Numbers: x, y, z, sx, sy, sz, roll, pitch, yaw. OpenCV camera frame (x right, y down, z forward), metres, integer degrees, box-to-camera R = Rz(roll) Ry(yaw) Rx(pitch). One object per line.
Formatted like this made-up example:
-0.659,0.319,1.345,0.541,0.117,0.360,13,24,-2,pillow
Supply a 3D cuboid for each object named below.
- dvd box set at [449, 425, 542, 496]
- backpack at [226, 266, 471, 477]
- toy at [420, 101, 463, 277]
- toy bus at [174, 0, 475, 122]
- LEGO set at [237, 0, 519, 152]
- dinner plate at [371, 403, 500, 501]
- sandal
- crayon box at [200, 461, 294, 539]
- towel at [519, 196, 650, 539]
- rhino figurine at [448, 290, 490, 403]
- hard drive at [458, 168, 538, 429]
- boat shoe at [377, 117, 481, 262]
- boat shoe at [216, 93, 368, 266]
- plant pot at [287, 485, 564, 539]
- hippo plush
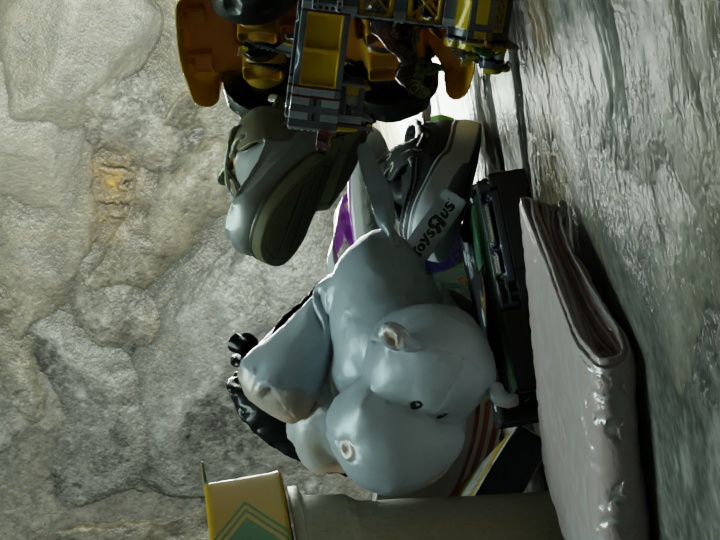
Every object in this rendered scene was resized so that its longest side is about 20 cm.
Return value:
0.064,0.199,1.669,0.146,0.029,0.200,-58,0,-22,dvd box set
0.015,0.067,1.839,0.167,0.200,0.127,24,-152,-52,backpack
0.060,-0.041,1.731,0.200,0.047,0.115,-85,-9,-47,toy
-0.025,-0.212,1.626,0.136,0.200,0.192,84,-178,-55,toy bus
0.016,-0.128,1.426,0.200,0.154,0.116,-134,50,-72,LEGO set
0.053,0.144,1.767,0.200,0.024,0.200,-45,-34,-41,dinner plate
-0.002,0.000,1.648,0.082,0.050,0.203,-19,-75,-75,sandal
-0.057,0.207,1.408,0.200,0.052,0.126,-108,9,-67,crayon box
0.123,0.085,1.269,0.191,0.032,0.200,-103,4,-60,towel
0.069,0.055,1.654,0.200,0.060,0.087,10,-119,-65,rhino figurine
0.098,0.022,1.513,0.200,0.038,0.140,89,170,-79,hard drive
0.039,-0.062,1.601,0.200,0.066,0.070,-66,-15,-64,boat shoe
-0.054,-0.060,1.455,0.200,0.068,0.075,-50,-17,-68,boat shoe
0.062,0.217,1.449,0.200,0.183,0.200,170,90,-87,plant pot
0.040,0.061,1.441,0.200,0.159,0.161,-59,31,6,hippo plush
